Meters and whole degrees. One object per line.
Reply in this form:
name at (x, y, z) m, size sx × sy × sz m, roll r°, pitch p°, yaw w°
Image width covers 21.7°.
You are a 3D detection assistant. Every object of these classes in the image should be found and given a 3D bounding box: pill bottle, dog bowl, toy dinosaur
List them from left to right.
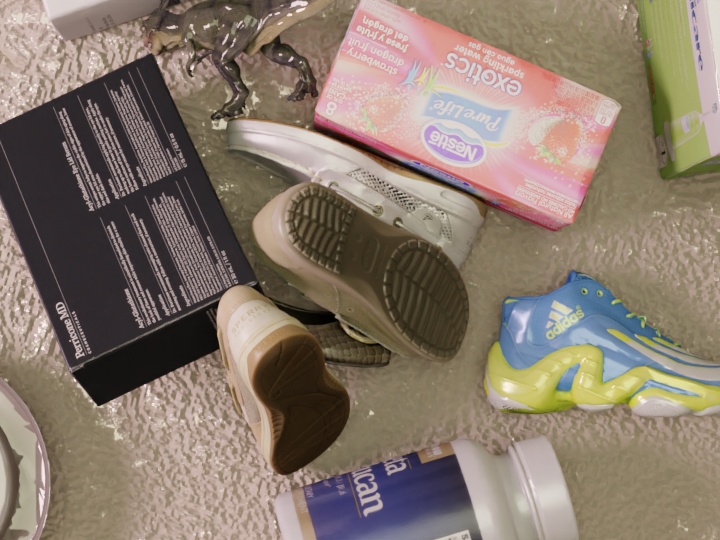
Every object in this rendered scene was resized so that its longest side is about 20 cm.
dog bowl at (-0.317, 0.152, 1.338) m, size 0.199 × 0.059 × 0.202 m, roll 0°, pitch 87°, yaw -2°
toy dinosaur at (-0.075, -0.158, 1.325) m, size 0.199 × 0.047 × 0.089 m, roll -10°, pitch 95°, yaw 27°
pill bottle at (0.048, 0.183, 1.322) m, size 0.199 × 0.111 × 0.112 m, roll -16°, pitch 88°, yaw -3°

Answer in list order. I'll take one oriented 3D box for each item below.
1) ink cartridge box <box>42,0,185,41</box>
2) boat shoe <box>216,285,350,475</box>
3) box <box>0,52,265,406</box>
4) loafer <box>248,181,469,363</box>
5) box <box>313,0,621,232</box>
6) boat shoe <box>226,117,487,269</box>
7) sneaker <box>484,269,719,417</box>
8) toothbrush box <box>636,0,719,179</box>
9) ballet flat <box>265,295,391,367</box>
ink cartridge box at (-0.151, -0.268, 1.349) m, size 0.199 × 0.084 × 0.147 m, roll -20°, pitch 87°, yaw -2°
boat shoe at (-0.058, 0.076, 1.296) m, size 0.072 × 0.200 × 0.065 m, roll -36°, pitch 62°, yaw -11°
box at (-0.165, -0.029, 1.309) m, size 0.140 × 0.079 × 0.201 m, roll -24°, pitch 65°, yaw -5°
loafer at (0.000, 0.000, 1.311) m, size 0.200 × 0.068 × 0.076 m, roll 38°, pitch 67°, yaw -35°
box at (0.074, -0.110, 1.341) m, size 0.199 × 0.103 × 0.095 m, roll 23°, pitch 87°, yaw -1°
boat shoe at (-0.010, -0.051, 1.351) m, size 0.199 × 0.071 × 0.070 m, roll 21°, pitch 87°, yaw -2°
sneaker at (0.189, 0.052, 1.350) m, size 0.198 × 0.076 × 0.106 m, roll 1°, pitch 87°, yaw -1°
toothbrush box at (0.258, -0.148, 1.300) m, size 0.085 × 0.200 × 0.147 m, roll -8°, pitch 87°, yaw -2°
ballet flat at (-0.071, 0.027, 1.350) m, size 0.199 × 0.067 × 0.047 m, roll 16°, pitch 96°, yaw 5°
